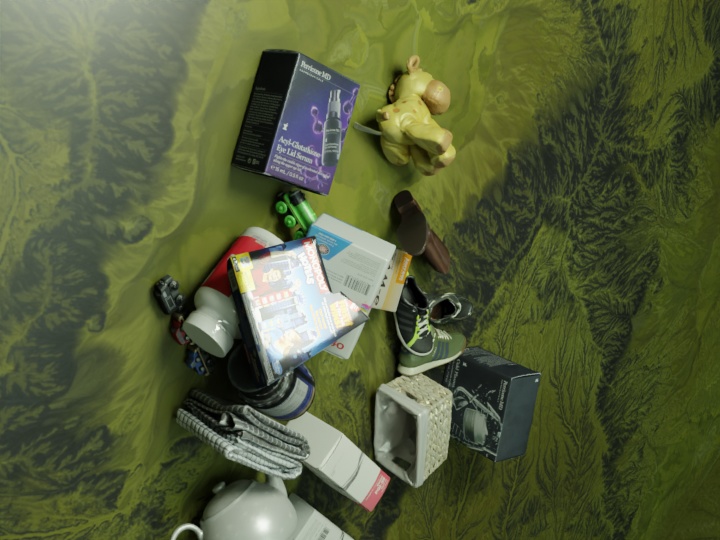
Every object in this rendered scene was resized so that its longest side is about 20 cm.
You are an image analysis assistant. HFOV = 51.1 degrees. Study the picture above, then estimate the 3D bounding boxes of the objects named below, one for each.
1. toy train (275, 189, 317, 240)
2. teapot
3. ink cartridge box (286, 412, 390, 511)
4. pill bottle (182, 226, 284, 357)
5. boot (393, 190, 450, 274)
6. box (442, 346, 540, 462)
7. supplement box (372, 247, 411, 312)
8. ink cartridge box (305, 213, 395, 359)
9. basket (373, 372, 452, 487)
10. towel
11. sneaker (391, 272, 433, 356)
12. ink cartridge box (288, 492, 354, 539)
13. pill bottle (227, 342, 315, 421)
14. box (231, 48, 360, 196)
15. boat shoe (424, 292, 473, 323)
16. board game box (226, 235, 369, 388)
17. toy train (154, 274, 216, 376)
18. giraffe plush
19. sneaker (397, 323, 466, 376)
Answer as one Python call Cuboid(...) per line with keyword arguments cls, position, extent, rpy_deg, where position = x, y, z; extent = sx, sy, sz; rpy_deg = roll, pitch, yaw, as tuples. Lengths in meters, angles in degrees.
Cuboid(cls="toy train", position=(-0.080, -0.055, 1.331), extent=(0.202, 0.056, 0.042), rpy_deg=(59, 30, -10))
Cuboid(cls="teapot", position=(-0.221, 0.450, 1.353), extent=(0.196, 0.200, 0.147), rpy_deg=(-36, 91, 12))
Cuboid(cls="ink cartridge box", position=(-0.052, 0.374, 1.485), extent=(0.083, 0.145, 0.201), rpy_deg=(-53, 133, -17))
Cuboid(cls="pill bottle", position=(-0.200, 0.036, 1.237), extent=(0.201, 0.111, 0.113), rpy_deg=(-57, 134, -27))
Cuboid(cls="boot", position=(0.139, -0.041, 1.529), extent=(0.063, 0.188, 0.201), rpy_deg=(-21, 132, 15))
Cuboid(cls="box", position=(0.294, 0.306, 1.758), extent=(0.122, 0.195, 0.204), rpy_deg=(-1, 104, -43))
Cuboid(cls="supplement box", position=(0.000, 0.000, 1.462), extent=(0.198, 0.073, 0.128), rpy_deg=(12, 96, -45))
Cuboid(cls="ink cartridge box", position=(-0.044, 0.028, 1.286), extent=(0.085, 0.142, 0.203), rpy_deg=(-58, 171, -68))
Cuboid(cls="basket", position=(0.116, 0.336, 1.630), extent=(0.122, 0.134, 0.204), rpy_deg=(-24, 127, -38))
Cuboid(cls="towel", position=(-0.200, 0.276, 1.301), extent=(0.199, 0.164, 0.087), rpy_deg=(38, 75, -45))
Cuboid(cls="sneaker", position=(0.110, 0.091, 1.560), extent=(0.071, 0.082, 0.203), rpy_deg=(-33, 108, -28))
Cuboid(cls="ink cartridge box", position=(-0.107, 0.574, 1.543), extent=(0.147, 0.084, 0.201), rpy_deg=(-53, 133, -17))
Cuboid(cls="pill bottle", position=(-0.152, 0.185, 1.284), extent=(0.113, 0.111, 0.200), rpy_deg=(-58, 158, -12))
Cuboid(cls="box", position=(-0.107, -0.246, 1.259), extent=(0.146, 0.103, 0.204), rpy_deg=(13, 95, -44))
Cuboid(cls="boat shoe", position=(0.193, 0.088, 1.682), extent=(0.198, 0.067, 0.073), rpy_deg=(7, 97, -46))
Cuboid(cls="board game box", position=(-0.095, 0.058, 1.189), extent=(0.197, 0.062, 0.204), rpy_deg=(-14, 84, -28))
Cuboid(cls="toy train", position=(-0.291, 0.099, 1.247), extent=(0.046, 0.034, 0.203), rpy_deg=(-35, 125, -26))
Cuboid(cls="giraffe plush", position=(0.105, -0.303, 1.433), extent=(0.197, 0.172, 0.165), rpy_deg=(27, 73, -10))
Cuboid(cls="sneaker", position=(0.164, 0.159, 1.673), extent=(0.198, 0.067, 0.092), rpy_deg=(-20, 122, -34))
